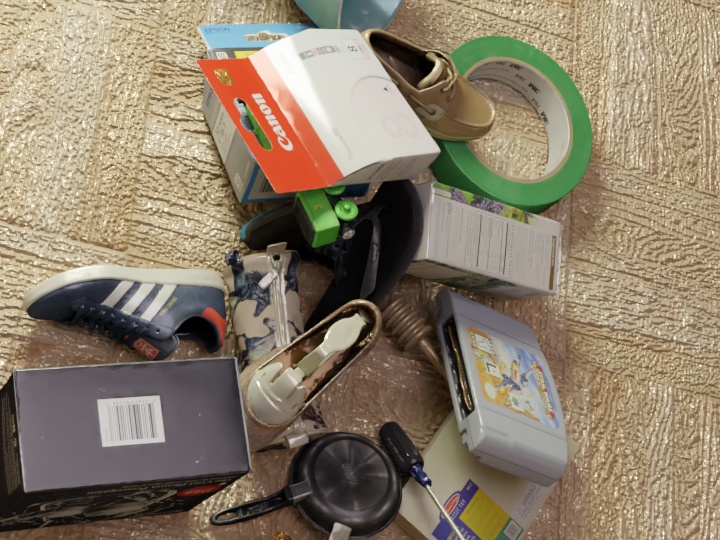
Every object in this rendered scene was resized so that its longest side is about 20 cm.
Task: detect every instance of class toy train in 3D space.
[{"bbox_3d":[-0.062,-0.109,1.490,0.056,0.042,0.201,-17,63,-20],"label":"toy train"}]

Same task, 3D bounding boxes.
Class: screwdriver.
[{"bbox_3d":[0.075,0.218,1.510,0.029,0.028,0.200,-37,52,-6],"label":"screwdriver"}]

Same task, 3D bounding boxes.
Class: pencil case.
[{"bbox_3d":[-0.083,0.078,1.506,0.077,0.090,0.203,-7,75,-11],"label":"pencil case"}]

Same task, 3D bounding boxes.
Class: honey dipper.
[{"bbox_3d":[0.094,0.113,1.590,0.038,0.038,0.200,-34,79,-31],"label":"honey dipper"}]

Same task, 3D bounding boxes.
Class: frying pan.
[{"bbox_3d":[-0.048,0.199,1.511,0.187,0.031,0.116,10,54,-13],"label":"frying pan"}]

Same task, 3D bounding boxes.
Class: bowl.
[{"bbox_3d":[-0.014,-0.341,1.649,0.104,0.202,0.202,26,59,15],"label":"bowl"}]

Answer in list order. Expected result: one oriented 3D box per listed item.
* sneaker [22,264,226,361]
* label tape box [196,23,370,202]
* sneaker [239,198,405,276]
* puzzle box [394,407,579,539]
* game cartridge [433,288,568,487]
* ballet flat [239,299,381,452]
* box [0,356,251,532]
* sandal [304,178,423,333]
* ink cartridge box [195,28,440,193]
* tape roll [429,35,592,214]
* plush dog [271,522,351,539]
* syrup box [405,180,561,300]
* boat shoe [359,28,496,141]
[{"bbox_3d":[-0.214,0.047,1.463,0.198,0.075,0.086,-2,68,-26],"label":"sneaker"},{"bbox_3d":[-0.081,-0.164,1.602,0.142,0.066,0.201,-5,50,-26],"label":"label tape box"},{"bbox_3d":[-0.024,-0.030,1.584,0.197,0.073,0.083,-4,81,-23],"label":"sneaker"},{"bbox_3d":[0.125,0.210,1.593,0.133,0.025,0.200,43,60,-6],"label":"puzzle box"},{"bbox_3d":[0.144,0.117,1.577,0.132,0.042,0.202,20,40,-30],"label":"game cartridge"},{"bbox_3d":[-0.056,0.090,1.429,0.068,0.067,0.200,47,67,0],"label":"ballet flat"},{"bbox_3d":[-0.219,0.153,1.361,0.198,0.182,0.106,-2,73,-25],"label":"box"},{"bbox_3d":[0.000,0.001,1.530,0.043,0.076,0.202,20,100,-45],"label":"sandal"},{"bbox_3d":[-0.036,-0.154,1.474,0.199,0.057,0.163,-6,58,-52],"label":"ink cartridge box"},{"bbox_3d":[0.160,-0.158,1.731,0.198,0.048,0.203,9,69,-23],"label":"tape roll"},{"bbox_3d":[-0.002,0.311,1.391,0.199,0.171,0.162,-30,108,-31],"label":"plush dog"},{"bbox_3d":[0.113,-0.027,1.603,0.198,0.078,0.083,13,77,-41],"label":"syrup box"},{"bbox_3d":[0.069,-0.192,1.627,0.198,0.064,0.072,19,63,-30],"label":"boat shoe"}]
